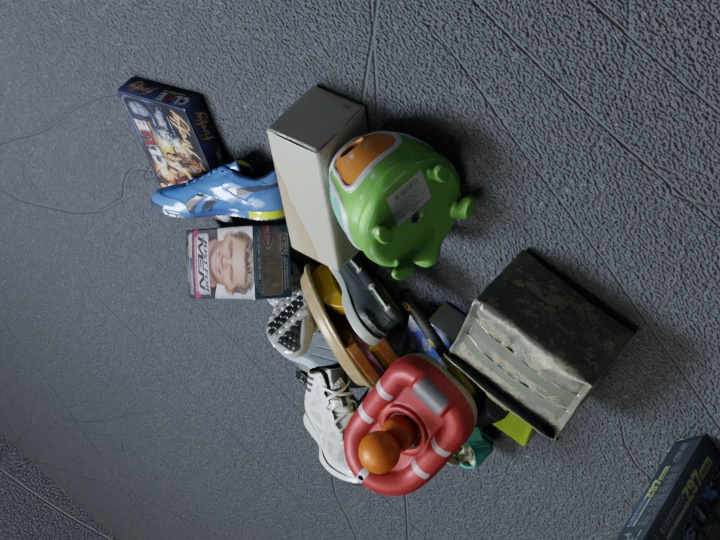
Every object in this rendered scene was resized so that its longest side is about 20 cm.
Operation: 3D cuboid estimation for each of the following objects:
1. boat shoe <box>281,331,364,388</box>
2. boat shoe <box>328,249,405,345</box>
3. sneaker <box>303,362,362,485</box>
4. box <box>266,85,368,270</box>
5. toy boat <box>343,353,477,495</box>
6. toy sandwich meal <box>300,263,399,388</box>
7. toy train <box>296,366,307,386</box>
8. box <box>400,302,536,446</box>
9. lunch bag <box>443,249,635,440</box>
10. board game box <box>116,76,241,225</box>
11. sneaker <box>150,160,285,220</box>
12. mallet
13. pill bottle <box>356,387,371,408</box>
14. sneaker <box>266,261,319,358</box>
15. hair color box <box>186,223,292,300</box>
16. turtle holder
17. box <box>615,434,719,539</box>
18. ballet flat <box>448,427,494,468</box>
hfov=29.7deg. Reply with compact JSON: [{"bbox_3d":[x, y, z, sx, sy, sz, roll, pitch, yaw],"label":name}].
[{"bbox_3d":[-0.039,0.128,1.948,0.200,0.072,0.062,20,162,49],"label":"boat shoe"},{"bbox_3d":[0.000,0.000,1.674,0.076,0.060,0.200,28,-150,-54],"label":"boat shoe"},{"bbox_3d":[-0.030,0.194,1.808,0.201,0.076,0.116,-134,33,-53],"label":"sneaker"},{"bbox_3d":[-0.039,-0.106,1.592,0.078,0.095,0.200,26,146,28],"label":"box"},{"bbox_3d":[0.043,0.204,1.659,0.131,0.131,0.200,44,132,11],"label":"toy boat"},{"bbox_3d":[-0.008,0.067,1.773,0.205,0.070,0.205,60,-175,-10],"label":"toy sandwich meal"},{"bbox_3d":[-0.021,0.213,2.059,0.200,0.034,0.046,42,155,2],"label":"toy train"},{"bbox_3d":[0.148,0.126,1.718,0.200,0.048,0.122,34,149,16],"label":"box"},{"bbox_3d":[0.192,0.102,1.554,0.164,0.118,0.200,39,148,12],"label":"lunch bag"},{"bbox_3d":[-0.238,-0.160,1.824,0.135,0.035,0.200,19,143,37],"label":"board game box"},{"bbox_3d":[-0.181,-0.110,1.756,0.200,0.066,0.079,2,115,20],"label":"sneaker"},{"bbox_3d":[0.113,0.107,1.660,0.066,0.041,0.200,-11,114,53],"label":"mallet"},{"bbox_3d":[0.039,0.222,1.913,0.114,0.114,0.200,40,151,5],"label":"pill bottle"},{"bbox_3d":[-0.080,0.062,1.821,0.081,0.075,0.200,45,-165,-24],"label":"sneaker"},{"bbox_3d":[-0.169,-0.011,1.851,0.200,0.060,0.100,-2,91,57],"label":"hair color box"},{"bbox_3d":[0.043,-0.080,1.509,0.132,0.141,0.185,40,-165,35],"label":"turtle holder"},{"bbox_3d":[0.377,0.310,1.526,0.158,0.200,0.051,49,145,-12],"label":"box"},{"bbox_3d":[0.127,0.219,1.784,0.067,0.070,0.200,33,170,29],"label":"ballet flat"}]
